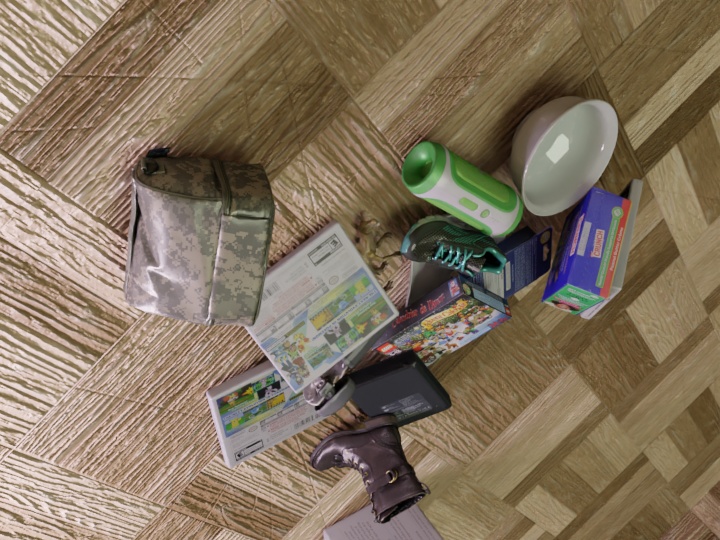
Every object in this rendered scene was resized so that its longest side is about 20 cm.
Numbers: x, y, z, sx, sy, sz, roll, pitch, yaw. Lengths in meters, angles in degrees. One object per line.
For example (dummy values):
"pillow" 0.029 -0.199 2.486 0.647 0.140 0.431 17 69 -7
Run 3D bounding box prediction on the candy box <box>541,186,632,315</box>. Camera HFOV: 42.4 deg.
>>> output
"candy box" 0.379 -0.027 1.564 0.200 0.076 0.171 87 21 -79

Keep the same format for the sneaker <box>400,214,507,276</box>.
"sneaker" 0.151 -0.032 1.430 0.198 0.091 0.078 -1 124 -38

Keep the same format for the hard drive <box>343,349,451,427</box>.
"hard drive" 0.066 0.215 1.629 0.138 0.033 0.200 -22 144 12

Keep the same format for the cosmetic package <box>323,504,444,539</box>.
"cosmetic package" 0.050 0.584 1.879 0.198 0.168 0.168 -23 137 -21

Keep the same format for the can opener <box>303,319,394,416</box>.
"can opener" -0.011 0.138 1.455 0.200 0.053 0.067 -49 122 -6

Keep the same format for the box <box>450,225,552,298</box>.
"box" 0.242 0.003 1.584 0.199 0.032 0.122 -30 141 -15

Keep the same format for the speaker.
"speaker" 0.155 -0.120 1.391 0.199 0.089 0.089 24 108 -37

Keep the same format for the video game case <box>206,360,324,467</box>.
"video game case" -0.141 0.214 1.497 0.198 0.022 0.184 -25 137 -20

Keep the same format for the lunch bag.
"lunch bag" -0.204 -0.040 1.143 0.166 0.140 0.202 2 122 -20

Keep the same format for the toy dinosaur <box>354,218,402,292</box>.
"toy dinosaur" 0.000 0.000 1.427 0.100 0.058 0.202 10 118 -26

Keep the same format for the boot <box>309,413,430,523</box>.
"boot" 0.012 0.360 1.624 0.199 0.176 0.069 -29 144 14

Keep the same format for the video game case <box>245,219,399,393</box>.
"video game case" -0.067 0.055 1.369 0.199 0.022 0.183 -37 114 -5

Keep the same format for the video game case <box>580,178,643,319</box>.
"video game case" 0.434 -0.033 1.606 0.182 0.023 0.202 98 9 -72

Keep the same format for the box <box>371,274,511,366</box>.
"box" 0.131 0.089 1.535 0.199 0.038 0.136 -34 141 31

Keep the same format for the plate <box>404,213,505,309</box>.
"plate" 0.154 -0.028 1.533 0.198 0.032 0.202 -21 135 -26

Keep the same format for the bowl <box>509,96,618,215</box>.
"bowl" 0.303 -0.195 1.461 0.199 0.090 0.203 -24 137 -24
